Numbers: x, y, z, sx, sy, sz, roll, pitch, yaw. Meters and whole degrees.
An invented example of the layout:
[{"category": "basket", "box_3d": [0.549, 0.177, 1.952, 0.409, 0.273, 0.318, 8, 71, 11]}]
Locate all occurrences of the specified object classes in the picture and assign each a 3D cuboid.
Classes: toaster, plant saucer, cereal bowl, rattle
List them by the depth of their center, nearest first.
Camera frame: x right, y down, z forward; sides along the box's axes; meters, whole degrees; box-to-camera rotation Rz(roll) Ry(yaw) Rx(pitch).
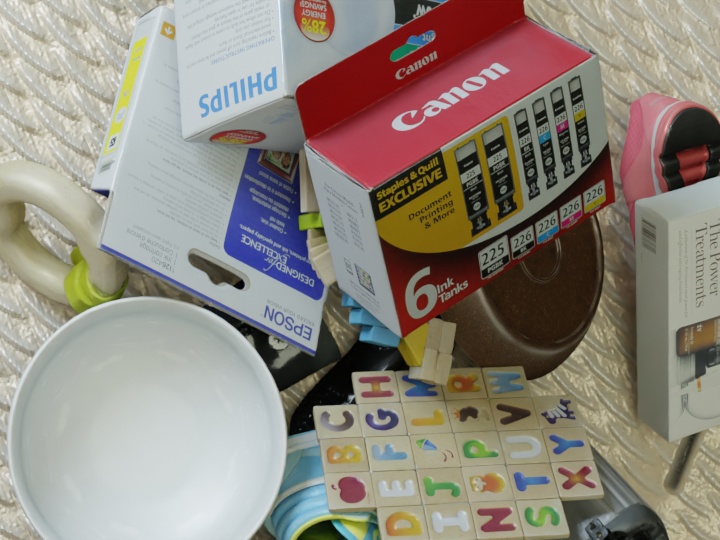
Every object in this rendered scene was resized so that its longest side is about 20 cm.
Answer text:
[{"category": "cereal bowl", "box_3d": [-0.152, 0.122, 1.244, 0.198, 0.083, 0.202, 1, 83, -7]}, {"category": "rattle", "box_3d": [-0.232, -0.072, 1.289, 0.199, 0.130, 0.143, 32, 71, 13]}, {"category": "toaster", "box_3d": [0.155, 0.191, 1.331, 0.113, 0.200, 0.129, -40, 60, 0]}, {"category": "plant saucer", "box_3d": [0.129, -0.016, 1.355, 0.199, 0.034, 0.202, 10, 75, -43]}]

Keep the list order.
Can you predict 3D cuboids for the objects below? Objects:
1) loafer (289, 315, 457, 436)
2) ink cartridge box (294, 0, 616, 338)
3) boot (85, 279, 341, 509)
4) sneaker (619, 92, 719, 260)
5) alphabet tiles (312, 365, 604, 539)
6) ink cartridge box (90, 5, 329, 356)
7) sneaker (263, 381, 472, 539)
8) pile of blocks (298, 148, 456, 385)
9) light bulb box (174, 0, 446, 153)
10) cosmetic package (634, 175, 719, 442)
[{"category": "loafer", "box_3d": [0.031, 0.077, 1.367, 0.200, 0.073, 0.071, -44, 122, -2]}, {"category": "ink cartridge box", "box_3d": [0.068, -0.084, 1.196, 0.199, 0.084, 0.176, -32, 132, -20]}, {"category": "boot", "box_3d": [-0.099, 0.110, 1.332, 0.199, 0.066, 0.165, -35, 101, -16]}, {"category": "sneaker", "box_3d": [0.249, -0.052, 1.419, 0.073, 0.087, 0.202, -12, 118, -21]}, {"category": "alphabet tiles", "box_3d": [0.069, 0.131, 1.257, 0.198, 0.167, 0.006, -2, 132, -8]}, {"category": "ink cartridge box", "box_3d": [-0.099, -0.062, 1.278, 0.197, 0.047, 0.201, 29, 63, -31]}, {"category": "sneaker", "box_3d": [0.020, 0.161, 1.277, 0.199, 0.131, 0.080, -23, 123, -10]}, {"category": "pile of blocks", "box_3d": [0.000, 0.000, 1.284, 0.082, 0.062, 0.201, -27, 97, -21]}, {"category": "light bulb box", "box_3d": [-0.024, -0.194, 1.261, 0.197, 0.124, 0.202, 3, 78, -41]}, {"category": "cosmetic package", "box_3d": [0.296, 0.023, 1.396, 0.150, 0.052, 0.201, -18, 120, -21]}]
